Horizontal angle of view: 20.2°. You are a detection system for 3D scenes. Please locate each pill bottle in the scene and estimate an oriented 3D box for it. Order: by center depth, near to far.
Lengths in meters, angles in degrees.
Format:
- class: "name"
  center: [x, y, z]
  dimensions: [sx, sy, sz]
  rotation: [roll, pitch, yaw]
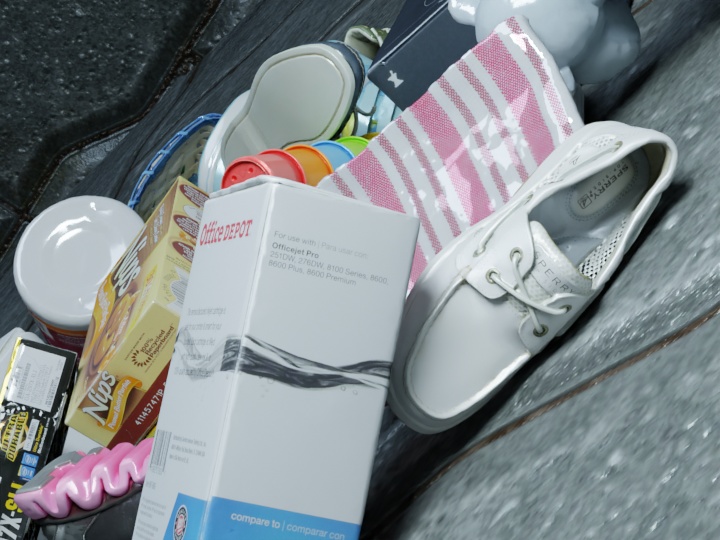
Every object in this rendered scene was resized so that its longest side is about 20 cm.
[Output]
- class: "pill bottle"
  center: [-0.206, 0.032, 1.651]
  dimensions: [0.114, 0.114, 0.200]
  rotation: [-51, -20, -17]

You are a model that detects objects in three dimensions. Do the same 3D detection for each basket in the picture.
- class: "basket"
  center: [-0.124, -0.057, 1.755]
  dimensions: [0.177, 0.139, 0.200]
  rotation: [-55, 4, -36]

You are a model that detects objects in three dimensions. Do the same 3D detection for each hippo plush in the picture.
- class: "hippo plush"
  center: [0.148, -0.172, 1.186]
  dimensions: [0.199, 0.159, 0.162]
  rotation: [-1, -56, -56]

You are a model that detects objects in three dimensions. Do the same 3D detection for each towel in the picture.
- class: "towel"
  center: [0.048, -0.034, 1.154]
  dimensions: [0.200, 0.030, 0.147]
  rotation: [-40, 56, 24]

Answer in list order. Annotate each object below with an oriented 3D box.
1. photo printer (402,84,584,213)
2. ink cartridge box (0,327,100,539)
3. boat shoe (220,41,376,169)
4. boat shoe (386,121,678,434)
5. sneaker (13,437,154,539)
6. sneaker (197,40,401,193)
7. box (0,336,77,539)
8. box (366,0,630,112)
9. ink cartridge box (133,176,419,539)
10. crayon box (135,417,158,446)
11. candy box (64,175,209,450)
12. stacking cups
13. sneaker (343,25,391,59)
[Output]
- class: "photo printer"
  center: [0.069, -0.062, 1.278]
  dimensions: [0.166, 0.069, 0.200]
  rotation: [-43, 13, 22]
- class: "ink cartridge box"
  center: [-0.291, 0.150, 1.675]
  dimensions: [0.200, 0.144, 0.084]
  rotation: [-33, 20, 49]
- class: "boat shoe"
  center: [-0.039, -0.113, 1.452]
  dimensions: [0.062, 0.075, 0.200]
  rotation: [-30, -11, -31]
- class: "boat shoe"
  center: [0.087, -0.001, 1.025]
  dimensions: [0.200, 0.071, 0.069]
  rotation: [-51, 14, -13]
- class: "sneaker"
  center: [-0.116, 0.151, 1.252]
  dimensions: [0.199, 0.096, 0.079]
  rotation: [-13, 10, 26]
- class: "sneaker"
  center: [-0.026, -0.102, 1.581]
  dimensions: [0.130, 0.080, 0.200]
  rotation: [24, 53, 31]
- class: "box"
  center: [-0.245, 0.154, 1.431]
  dimensions: [0.200, 0.049, 0.161]
  rotation: [118, 165, -70]
- class: "box"
  center: [0.111, -0.193, 1.452]
  dimensions: [0.148, 0.107, 0.200]
  rotation: [-38, 15, 35]
- class: "ink cartridge box"
  center: [-0.046, 0.063, 1.026]
  dimensions: [0.144, 0.084, 0.202]
  rotation: [175, 107, -72]
- class: "crayon box"
  center: [-0.084, 0.067, 1.368]
  dimensions: [0.201, 0.058, 0.119]
  rotation: [-58, 15, -10]
- class: "candy box"
  center: [-0.145, 0.029, 1.412]
  dimensions: [0.116, 0.055, 0.200]
  rotation: [-51, 16, 22]
- class: "stacking cups"
  center: [-0.028, -0.056, 1.347]
  dimensions: [0.060, 0.061, 0.200]
  rotation: [-42, -10, 23]
- class: "sneaker"
  center: [0.029, -0.186, 1.749]
  dimensions: [0.067, 0.090, 0.201]
  rotation: [-36, 16, 44]
